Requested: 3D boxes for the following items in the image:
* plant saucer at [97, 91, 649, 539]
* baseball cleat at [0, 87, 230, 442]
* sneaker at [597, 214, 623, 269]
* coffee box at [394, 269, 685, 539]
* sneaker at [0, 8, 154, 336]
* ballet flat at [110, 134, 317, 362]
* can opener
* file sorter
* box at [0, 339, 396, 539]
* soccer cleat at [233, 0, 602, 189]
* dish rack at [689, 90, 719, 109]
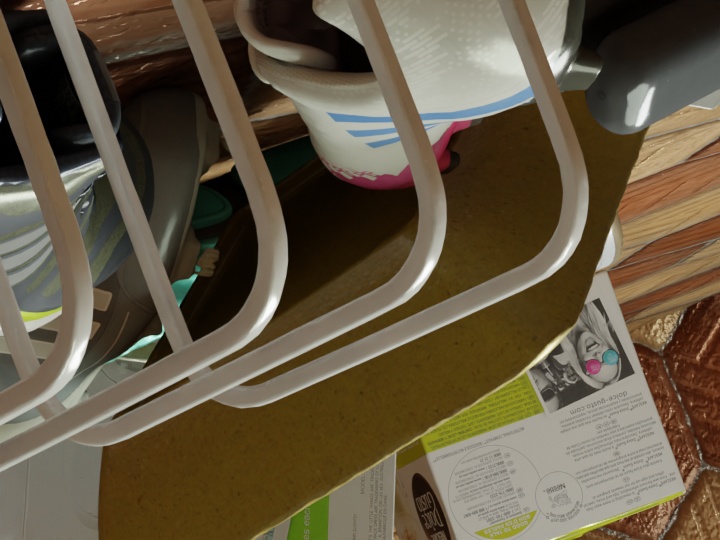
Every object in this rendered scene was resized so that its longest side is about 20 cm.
[{"bbox_3d":[0.000,0.000,0.953,0.200,0.048,0.200,-33,-163,32],"label":"plant saucer"},{"bbox_3d":[-0.117,0.002,0.971,0.106,0.070,0.200,13,142,-18],"label":"baseball cleat"},{"bbox_3d":[0.031,-0.018,1.196,0.112,0.071,0.200,-20,-175,-11],"label":"sneaker"},{"bbox_3d":[0.124,0.137,2.441,0.199,0.198,0.200,-19,174,-14],"label":"coffee box"},{"bbox_3d":[-0.092,-0.028,0.775,0.081,0.074,0.200,-25,175,17],"label":"sneaker"},{"bbox_3d":[-0.044,-0.006,1.112,0.199,0.071,0.067,-15,-148,-26],"label":"ballet flat"},{"bbox_3d":[0.133,-0.107,0.850,0.200,0.053,0.067,-28,147,-34],"label":"can opener"},{"bbox_3d":[-0.074,-0.028,0.563,0.139,0.125,0.200,-26,172,41],"label":"file sorter"},{"bbox_3d":[-0.082,0.106,1.155,0.176,0.201,0.097,8,162,-21],"label":"box"},{"bbox_3d":[0.001,-0.068,0.812,0.086,0.070,0.200,7,171,-14],"label":"soccer cleat"},{"bbox_3d":[0.193,-0.079,1.008,0.199,0.044,0.172,10,167,-21],"label":"dish rack"}]
